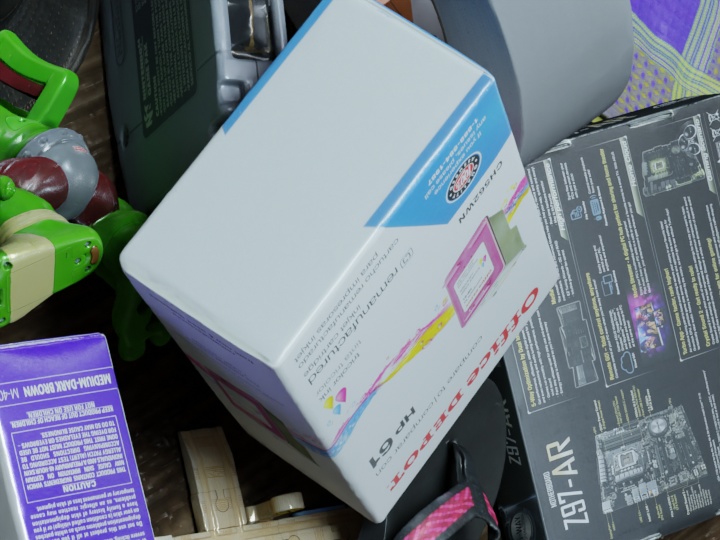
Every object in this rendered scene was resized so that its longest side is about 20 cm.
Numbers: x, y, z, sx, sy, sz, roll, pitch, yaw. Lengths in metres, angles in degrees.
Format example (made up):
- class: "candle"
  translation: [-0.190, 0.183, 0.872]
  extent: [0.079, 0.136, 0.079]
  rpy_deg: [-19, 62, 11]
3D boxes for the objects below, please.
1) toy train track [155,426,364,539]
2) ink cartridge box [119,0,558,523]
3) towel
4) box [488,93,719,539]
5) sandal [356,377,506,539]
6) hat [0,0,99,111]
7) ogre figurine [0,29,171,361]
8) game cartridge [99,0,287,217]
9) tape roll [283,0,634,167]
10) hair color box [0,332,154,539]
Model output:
- class: "toy train track"
  translation: [-0.018, 0.119, 1.046]
  extent: [0.200, 0.033, 0.115]
  rpy_deg: [-5, 77, -40]
- class: "ink cartridge box"
  translation: [0.000, 0.000, 0.964]
  extent: [0.085, 0.200, 0.145]
  rpy_deg: [33, 78, 22]
- class: "towel"
  translation: [0.181, -0.130, 1.299]
  extent: [0.144, 0.023, 0.200]
  rpy_deg: [37, 55, -22]
- class: "box"
  translation: [0.128, 0.029, 1.135]
  extent: [0.160, 0.044, 0.200]
  rpy_deg: [-18, 98, -25]
- class: "sandal"
  translation: [0.026, 0.139, 1.038]
  extent: [0.075, 0.045, 0.200]
  rpy_deg: [45, 62, -40]
- class: "hat"
  translation: [-0.173, -0.157, 0.990]
  extent: [0.200, 0.081, 0.201]
  rpy_deg: [14, 66, -35]
- class: "ogre figurine"
  translation: [-0.135, -0.030, 0.944]
  extent: [0.200, 0.098, 0.120]
  rpy_deg: [-3, 41, -48]
- class: "game cartridge"
  translation: [-0.077, -0.128, 1.019]
  extent: [0.041, 0.133, 0.200]
  rpy_deg: [0, 75, -22]
- class: "tape roll"
  translation: [0.030, -0.137, 1.023]
  extent: [0.066, 0.200, 0.200]
  rpy_deg: [-33, 96, -19]
- class: "hair color box"
  translation: [-0.127, 0.135, 0.903]
  extent: [0.065, 0.109, 0.200]
  rpy_deg: [-6, 78, -41]
